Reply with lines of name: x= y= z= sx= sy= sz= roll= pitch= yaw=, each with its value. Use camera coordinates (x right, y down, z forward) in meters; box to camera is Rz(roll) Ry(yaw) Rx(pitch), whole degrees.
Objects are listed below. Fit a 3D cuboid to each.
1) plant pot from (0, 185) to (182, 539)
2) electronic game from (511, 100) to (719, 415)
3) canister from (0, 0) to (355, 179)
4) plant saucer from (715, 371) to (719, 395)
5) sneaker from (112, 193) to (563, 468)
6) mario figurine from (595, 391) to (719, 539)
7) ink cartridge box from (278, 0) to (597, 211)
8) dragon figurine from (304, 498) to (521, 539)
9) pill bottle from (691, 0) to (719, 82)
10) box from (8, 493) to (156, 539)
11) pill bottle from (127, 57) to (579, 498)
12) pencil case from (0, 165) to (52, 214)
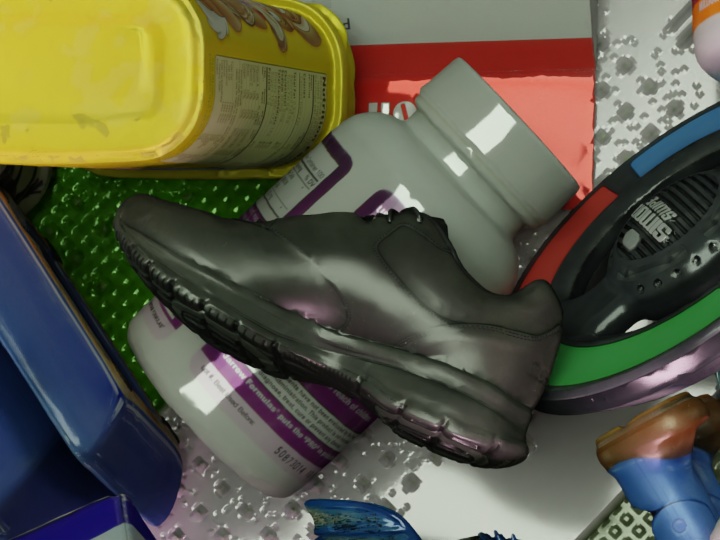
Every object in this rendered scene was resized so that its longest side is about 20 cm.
plant pot: x=-0.200 y=0.065 z=1.098 sx=0.180 sy=0.200 sz=0.200 roll=-34 pitch=72 yaw=-3
electronic game: x=0.141 y=-0.013 z=1.044 sx=0.200 sy=0.200 sz=0.042 roll=-41 pitch=110 yaw=2
canister: x=-0.100 y=-0.085 z=1.078 sx=0.148 sy=0.200 sz=0.087 roll=1 pitch=92 yaw=16
plant saucer: x=0.258 y=0.029 z=1.072 sx=0.201 sy=0.039 sz=0.201 roll=-3 pitch=77 yaw=14
sneaker: x=-0.008 y=0.008 z=1.017 sx=0.200 sy=0.076 sz=0.091 roll=25 pitch=78 yaw=5
mario figurine: x=0.183 y=0.141 z=1.006 sx=0.106 sy=0.123 sz=0.200 roll=-39 pitch=73 yaw=49
ink cartridge box: x=0.033 y=-0.130 z=1.158 sx=0.161 sy=0.050 sz=0.200 roll=-1 pitch=76 yaw=14
dragon figurine: x=0.003 y=0.135 z=1.078 sx=0.200 sy=0.099 sz=0.059 roll=7 pitch=79 yaw=15
pill bottle: x=0.204 y=-0.188 z=1.094 sx=0.113 sy=0.113 sz=0.200 roll=-3 pitch=77 yaw=13
box: x=-0.086 y=0.220 z=0.940 sx=0.105 sy=0.184 sz=0.200 roll=-27 pitch=30 yaw=3
pill bottle: x=0.000 y=0.000 z=1.101 sx=0.200 sy=0.112 sz=0.112 roll=-42 pitch=72 yaw=4
pencil case: x=-0.214 y=-0.082 z=1.126 sx=0.078 sy=0.200 sz=0.090 roll=-23 pitch=72 yaw=9
